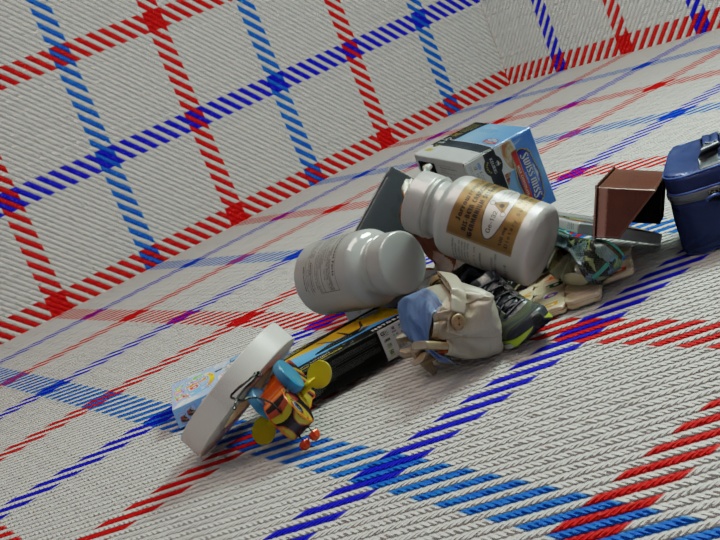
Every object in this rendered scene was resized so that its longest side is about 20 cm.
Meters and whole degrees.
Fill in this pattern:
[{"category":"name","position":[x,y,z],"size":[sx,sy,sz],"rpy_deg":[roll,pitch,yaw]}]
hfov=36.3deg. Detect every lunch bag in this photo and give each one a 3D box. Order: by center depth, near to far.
[{"category":"lunch bag","position":[0.482,-0.118,1.482],"size":[0.134,0.134,0.200],"rpy_deg":[-18,12,22]}]

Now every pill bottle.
[{"category":"pill bottle","position":[0.161,-0.065,1.502],"size":[0.198,0.116,0.114],"rpy_deg":[22,35,27]},{"category":"pill bottle","position":[0.000,0.000,1.631],"size":[0.114,0.116,0.199],"rpy_deg":[-32,13,-37]}]

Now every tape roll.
[{"category":"tape roll","position":[-0.163,0.159,1.470],"size":[0.203,0.037,0.203],"rpy_deg":[-51,-5,-7]}]

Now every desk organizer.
[{"category":"desk organizer","position":[0.367,-0.092,1.485],"size":[0.076,0.073,0.200],"rpy_deg":[5,13,19]}]

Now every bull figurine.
[{"category":"bull figurine","position":[0.111,-0.067,1.672],"size":[0.064,0.200,0.123],"rpy_deg":[-8,59,19]}]

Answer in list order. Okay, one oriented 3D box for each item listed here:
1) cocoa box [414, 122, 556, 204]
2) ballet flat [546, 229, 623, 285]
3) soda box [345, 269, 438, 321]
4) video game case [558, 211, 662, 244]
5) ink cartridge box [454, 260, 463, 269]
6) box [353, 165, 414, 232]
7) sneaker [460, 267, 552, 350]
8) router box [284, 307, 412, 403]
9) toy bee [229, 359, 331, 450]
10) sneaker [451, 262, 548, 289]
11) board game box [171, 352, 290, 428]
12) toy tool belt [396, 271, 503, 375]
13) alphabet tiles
[{"category":"cocoa box","position":[0.199,-0.151,1.774],"size":[0.130,0.135,0.200],"rpy_deg":[-28,18,-13]},{"category":"ballet flat","position":[0.288,-0.015,1.501],"size":[0.073,0.075,0.200],"rpy_deg":[-24,7,-7]},{"category":"soda box","position":[0.051,0.047,1.729],"size":[0.063,0.069,0.199],"rpy_deg":[-31,15,-34]},{"category":"video game case","position":[0.330,-0.068,1.622],"size":[0.141,0.018,0.200],"rpy_deg":[6,8,-21]},{"category":"ink cartridge box","position":[0.207,-0.030,1.769],"size":[0.198,0.068,0.116],"rpy_deg":[-14,14,38]},{"category":"box","position":[0.051,-0.064,1.837],"size":[0.149,0.103,0.200],"rpy_deg":[-61,-2,-11]},{"category":"sneaker","position":[0.180,0.046,1.432],"size":[0.074,0.081,0.200],"rpy_deg":[-37,16,-13]},{"category":"router box","position":[-0.023,0.119,1.581],"size":[0.198,0.052,0.149],"rpy_deg":[-27,10,-21]},{"category":"toy bee","position":[-0.095,0.178,1.379],"size":[0.131,0.109,0.200],"rpy_deg":[-47,-6,30]},{"category":"sneaker","position":[0.196,0.007,1.594],"size":[0.198,0.075,0.079],"rpy_deg":[-24,0,-25]},{"category":"board game box","position":[-0.201,0.172,1.729],"size":[0.198,0.037,0.151],"rpy_deg":[-25,12,-6]},{"category":"toy tool belt","position":[0.093,0.069,1.427],"size":[0.121,0.127,0.200],"rpy_deg":[-17,9,-17]},{"category":"alphabet tiles","position":[0.287,0.020,1.530],"size":[0.194,0.015,0.200],"rpy_deg":[-22,11,16]}]
